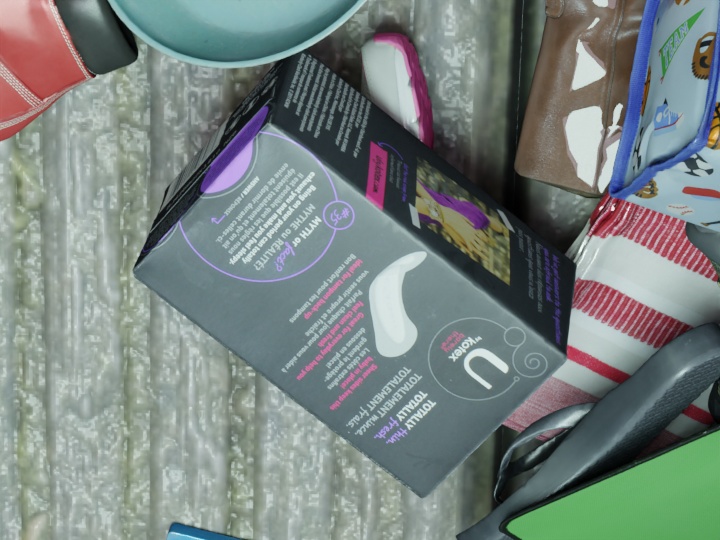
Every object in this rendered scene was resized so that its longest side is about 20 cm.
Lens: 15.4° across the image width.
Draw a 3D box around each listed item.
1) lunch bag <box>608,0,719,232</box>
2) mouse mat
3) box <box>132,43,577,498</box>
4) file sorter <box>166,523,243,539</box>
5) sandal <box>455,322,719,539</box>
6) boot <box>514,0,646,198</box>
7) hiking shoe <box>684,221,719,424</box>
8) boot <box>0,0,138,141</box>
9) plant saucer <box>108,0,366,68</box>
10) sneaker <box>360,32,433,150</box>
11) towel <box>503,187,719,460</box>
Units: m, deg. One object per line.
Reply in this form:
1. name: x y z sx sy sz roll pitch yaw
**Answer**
1. lunch bag: 0.237 -0.118 1.372 0.170 0.124 0.201 19 70 -17
2. mouse mat: 0.186 0.142 1.481 0.161 0.008 0.200 -26 145 21
3. box: 0.000 0.000 1.395 0.200 0.106 0.122 39 116 -12
4. file sorter: -0.073 0.277 1.567 0.138 0.123 0.201 14 110 2
5. sandal: 0.126 0.089 1.466 0.200 0.076 0.043 -45 69 26
6. boot: 0.095 -0.130 1.448 0.186 0.064 0.201 6 113 2
7. hiking shoe: 0.227 0.046 1.461 0.101 0.076 0.200 -39 118 11
8. boot: -0.213 -0.175 1.459 0.144 0.072 0.200 -29 111 14
9. plant saucer: -0.051 -0.200 1.411 0.199 0.036 0.201 -5 77 24
10. sneaker: -0.008 -0.035 1.477 0.088 0.081 0.201 8 108 1
11. towel: 0.170 0.024 1.486 0.144 0.023 0.200 23 111 -26
